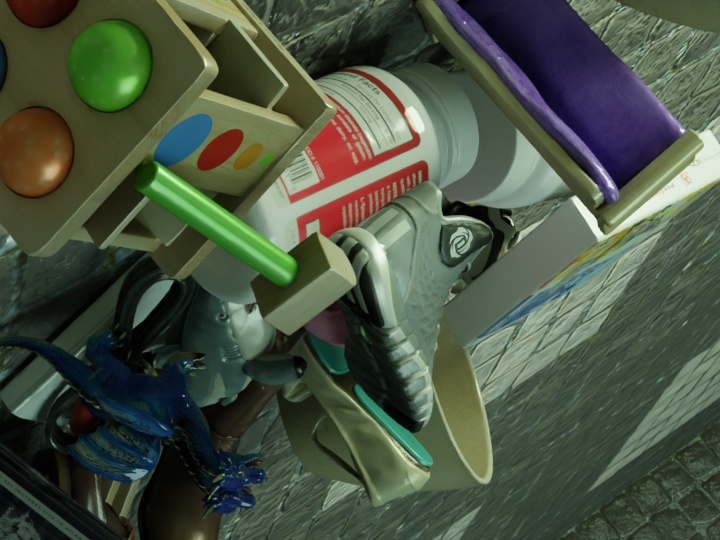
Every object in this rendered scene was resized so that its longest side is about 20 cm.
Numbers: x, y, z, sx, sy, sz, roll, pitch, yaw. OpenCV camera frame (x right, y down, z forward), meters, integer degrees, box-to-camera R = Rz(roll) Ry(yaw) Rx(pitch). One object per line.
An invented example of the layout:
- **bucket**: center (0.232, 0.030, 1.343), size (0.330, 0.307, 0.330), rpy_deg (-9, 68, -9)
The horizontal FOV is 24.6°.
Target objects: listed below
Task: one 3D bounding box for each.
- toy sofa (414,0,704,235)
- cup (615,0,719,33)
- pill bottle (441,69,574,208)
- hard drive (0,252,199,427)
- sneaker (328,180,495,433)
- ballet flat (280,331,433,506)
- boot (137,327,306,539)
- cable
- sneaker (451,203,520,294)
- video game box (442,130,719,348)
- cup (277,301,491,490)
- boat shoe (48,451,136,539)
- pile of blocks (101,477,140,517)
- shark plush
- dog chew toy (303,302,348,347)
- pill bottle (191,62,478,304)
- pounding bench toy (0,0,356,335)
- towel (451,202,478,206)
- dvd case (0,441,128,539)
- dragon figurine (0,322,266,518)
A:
- **toy sofa**: center (0.128, -0.126, 1.077), size (0.083, 0.200, 0.098), rpy_deg (-40, 167, 0)
- **cup**: center (0.232, -0.243, 1.104), size (0.200, 0.143, 0.201), rpy_deg (-35, 160, -15)
- **pill bottle**: center (0.128, -0.107, 1.250), size (0.200, 0.113, 0.114), rpy_deg (-13, 147, -54)
- **hard drive**: center (-0.149, 0.034, 1.166), size (0.200, 0.026, 0.132), rpy_deg (-42, 161, 6)
- **sneaker**: center (0.046, 0.018, 1.056), size (0.115, 0.075, 0.200), rpy_deg (-41, 149, -18)
- **ballet flat**: center (-0.025, 0.097, 1.278), size (0.069, 0.200, 0.070), rpy_deg (-34, 164, -11)
- **boot**: center (-0.101, 0.126, 1.250), size (0.064, 0.187, 0.200), rpy_deg (15, 141, -24)
- **cable**: center (-0.165, 0.058, 1.117), size (0.097, 0.050, 0.201), rpy_deg (-2, 132, -16)
- **sneaker**: center (0.108, -0.015, 1.436), size (0.080, 0.074, 0.200), rpy_deg (-33, 173, 5)
- **video game box**: center (0.181, -0.024, 1.339), size (0.182, 0.047, 0.200), rpy_deg (-29, 170, -38)
- **cup**: center (0.013, 0.104, 1.402), size (0.143, 0.201, 0.200), rpy_deg (-19, 165, 13)
- **boat shoe**: center (-0.196, 0.210, 1.214), size (0.070, 0.071, 0.201), rpy_deg (-3, 128, -13)
- **pile of blocks**: center (-0.256, 0.216, 1.275), size (0.200, 0.082, 0.062), rpy_deg (-45, 160, 13)
- **shark plush**: center (-0.125, 0.056, 1.182), size (0.083, 0.091, 0.200), rpy_deg (7, 154, -40)
- **dog chew toy**: center (0.000, 0.000, 1.177), size (0.125, 0.125, 0.200), rpy_deg (-46, 178, 15)
- **pill bottle**: center (-0.022, -0.064, 1.058), size (0.199, 0.112, 0.112), rpy_deg (-27, 157, -36)
- **pounding bench toy**: center (-0.098, -0.060, 0.783), size (0.124, 0.200, 0.156), rpy_deg (-45, 161, 14)
- **towel**: center (0.051, -0.060, 1.363), size (0.199, 0.018, 0.086), rpy_deg (-25, 152, -39)
- **dvd case**: center (-0.254, 0.212, 1.175), size (0.200, 0.148, 0.016), rpy_deg (-55, 177, 37)
- **dragon figurine**: center (-0.149, 0.092, 1.047), size (0.199, 0.100, 0.059), rpy_deg (21, 125, -21)
